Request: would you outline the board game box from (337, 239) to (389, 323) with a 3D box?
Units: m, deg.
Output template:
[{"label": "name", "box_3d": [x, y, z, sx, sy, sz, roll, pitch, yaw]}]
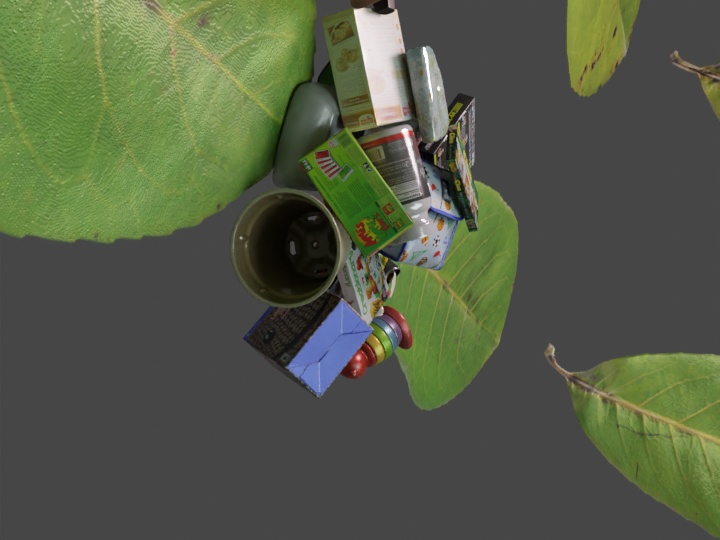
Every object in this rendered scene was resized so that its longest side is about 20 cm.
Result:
[{"label": "board game box", "box_3d": [0.000, 0.000, 1.708, 0.126, 0.034, 0.201, -53, 136, -47]}]

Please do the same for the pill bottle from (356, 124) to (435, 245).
[{"label": "pill bottle", "box_3d": [0.064, -0.153, 1.544, 0.116, 0.115, 0.201, -25, 100, -57]}]

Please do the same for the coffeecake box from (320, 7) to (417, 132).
[{"label": "coffeecake box", "box_3d": [0.019, -0.356, 1.513, 0.153, 0.073, 0.201, -23, 104, -56]}]

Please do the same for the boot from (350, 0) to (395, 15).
[{"label": "boot", "box_3d": [0.010, -0.513, 1.419, 0.200, 0.070, 0.147, -12, 89, -74]}]

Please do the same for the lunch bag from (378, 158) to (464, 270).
[{"label": "lunch bag", "box_3d": [0.118, -0.112, 1.687, 0.170, 0.123, 0.201, 12, 100, -55]}]

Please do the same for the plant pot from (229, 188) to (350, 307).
[{"label": "plant pot", "box_3d": [-0.105, -0.044, 1.516, 0.183, 0.199, 0.201, -16, 126, -74]}]

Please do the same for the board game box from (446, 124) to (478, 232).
[{"label": "board game box", "box_3d": [0.203, -0.180, 1.685, 0.200, 0.023, 0.105, 64, 23, -46]}]

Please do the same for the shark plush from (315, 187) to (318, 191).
[{"label": "shark plush", "box_3d": [-0.013, -0.145, 1.561, 0.200, 0.090, 0.084, 60, 27, -53]}]

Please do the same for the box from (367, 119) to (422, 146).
[{"label": "box", "box_3d": [0.094, -0.264, 1.802, 0.102, 0.112, 0.200, -57, 155, -27]}]

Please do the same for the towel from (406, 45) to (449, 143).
[{"label": "towel", "box_3d": [0.131, -0.334, 1.613, 0.200, 0.048, 0.172, -49, 127, -74]}]

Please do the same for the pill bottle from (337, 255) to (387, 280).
[{"label": "pill bottle", "box_3d": [0.020, -0.061, 1.833, 0.201, 0.104, 0.104, -65, 156, -6]}]

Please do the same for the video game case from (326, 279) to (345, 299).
[{"label": "video game case", "box_3d": [-0.078, 0.109, 1.721, 0.143, 0.018, 0.201, -45, -160, 48]}]

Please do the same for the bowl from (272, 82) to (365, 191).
[{"label": "bowl", "box_3d": [-0.063, -0.232, 1.547, 0.200, 0.074, 0.201, -9, 119, -59]}]

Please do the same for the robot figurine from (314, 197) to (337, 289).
[{"label": "robot figurine", "box_3d": [-0.065, -0.054, 1.718, 0.145, 0.058, 0.201, 16, 95, -66]}]

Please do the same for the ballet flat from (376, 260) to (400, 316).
[{"label": "ballet flat", "box_3d": [0.033, 0.061, 2.006, 0.201, 0.068, 0.068, -61, 156, -14]}]

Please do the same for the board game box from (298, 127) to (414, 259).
[{"label": "board game box", "box_3d": [-0.007, -0.130, 1.450, 0.101, 0.200, 0.048, -35, 177, -1]}]

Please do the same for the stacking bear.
[{"label": "stacking bear", "box_3d": [0.020, 0.184, 2.046, 0.200, 0.121, 0.114, -41, 147, -33]}]

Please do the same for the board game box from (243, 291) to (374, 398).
[{"label": "board game box", "box_3d": [-0.099, 0.118, 1.567, 0.160, 0.200, 0.097, -51, 119, -12]}]

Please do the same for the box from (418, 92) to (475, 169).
[{"label": "box", "box_3d": [0.187, -0.244, 1.828, 0.193, 0.047, 0.200, -52, 152, -28]}]

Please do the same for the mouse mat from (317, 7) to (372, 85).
[{"label": "mouse mat", "box_3d": [-0.015, -0.375, 1.613, 0.200, 0.008, 0.161, -57, 154, -21]}]
